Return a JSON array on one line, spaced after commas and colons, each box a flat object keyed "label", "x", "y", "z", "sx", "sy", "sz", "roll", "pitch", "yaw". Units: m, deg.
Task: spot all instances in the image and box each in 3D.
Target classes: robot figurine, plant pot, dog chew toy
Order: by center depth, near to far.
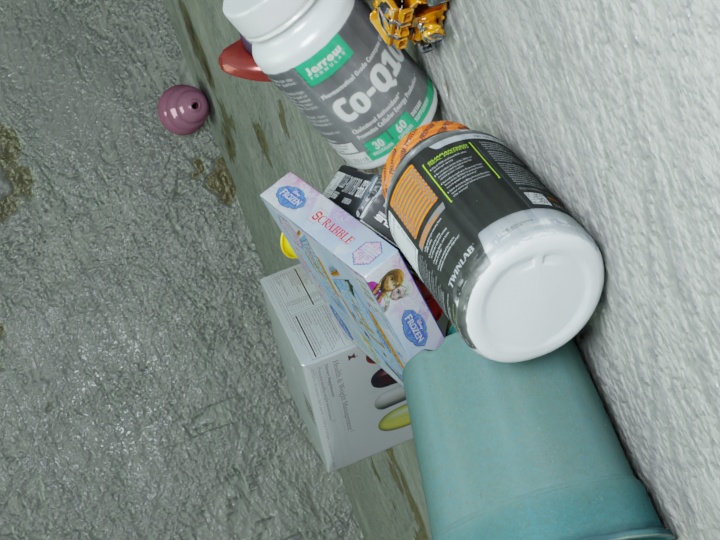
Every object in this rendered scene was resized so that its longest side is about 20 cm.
[{"label": "plant pot", "x": 0.129, "y": 0.153, "z": 1.049, "sx": 0.201, "sy": 0.198, "sz": 0.198, "roll": 94, "pitch": 162, "yaw": -68}, {"label": "robot figurine", "x": 0.019, "y": -0.281, "z": 1.109, "sx": 0.145, "sy": 0.058, "sz": 0.201, "roll": 98, "pitch": 150, "yaw": -75}, {"label": "dog chew toy", "x": -0.424, "y": -0.396, "z": 3.139, "sx": 0.200, "sy": 0.124, "sz": 0.125, "roll": 7, "pitch": 117, "yaw": 69}]

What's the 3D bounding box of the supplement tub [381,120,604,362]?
[{"label": "supplement tub", "x": 0.095, "y": -0.031, "z": 1.011, "sx": 0.200, "sy": 0.122, "sz": 0.123, "roll": -121, "pitch": 15, "yaw": -50}]

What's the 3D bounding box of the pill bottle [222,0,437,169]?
[{"label": "pill bottle", "x": -0.027, "y": -0.196, "z": 1.172, "sx": 0.200, "sy": 0.113, "sz": 0.113, "roll": 45, "pitch": -175, "yaw": -33}]

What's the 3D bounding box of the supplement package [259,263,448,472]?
[{"label": "supplement package", "x": 0.017, "y": 0.084, "z": 1.433, "sx": 0.192, "sy": 0.199, "sz": 0.147, "roll": 79, "pitch": 166, "yaw": -45}]

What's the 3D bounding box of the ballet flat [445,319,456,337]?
[{"label": "ballet flat", "x": 0.133, "y": 0.110, "z": 1.224, "sx": 0.068, "sy": 0.068, "sz": 0.201, "roll": -55, "pitch": -50, "yaw": -52}]

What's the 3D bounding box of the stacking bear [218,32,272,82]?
[{"label": "stacking bear", "x": -0.099, "y": -0.335, "z": 1.515, "sx": 0.113, "sy": 0.122, "sz": 0.201, "roll": 19, "pitch": 136, "yaw": 15}]

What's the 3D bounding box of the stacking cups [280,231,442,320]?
[{"label": "stacking cups", "x": 0.000, "y": 0.000, "z": 1.335, "sx": 0.199, "sy": 0.060, "sz": 0.061, "roll": 32, "pitch": 147, "yaw": 38}]

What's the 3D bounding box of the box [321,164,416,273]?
[{"label": "box", "x": 0.051, "y": -0.033, "z": 1.230, "sx": 0.157, "sy": 0.050, "sz": 0.200, "roll": 36, "pitch": 179, "yaw": -16}]

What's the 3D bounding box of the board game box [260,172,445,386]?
[{"label": "board game box", "x": 0.007, "y": 0.025, "z": 1.190, "sx": 0.199, "sy": 0.041, "sz": 0.201, "roll": 38, "pitch": 162, "yaw": 50}]
